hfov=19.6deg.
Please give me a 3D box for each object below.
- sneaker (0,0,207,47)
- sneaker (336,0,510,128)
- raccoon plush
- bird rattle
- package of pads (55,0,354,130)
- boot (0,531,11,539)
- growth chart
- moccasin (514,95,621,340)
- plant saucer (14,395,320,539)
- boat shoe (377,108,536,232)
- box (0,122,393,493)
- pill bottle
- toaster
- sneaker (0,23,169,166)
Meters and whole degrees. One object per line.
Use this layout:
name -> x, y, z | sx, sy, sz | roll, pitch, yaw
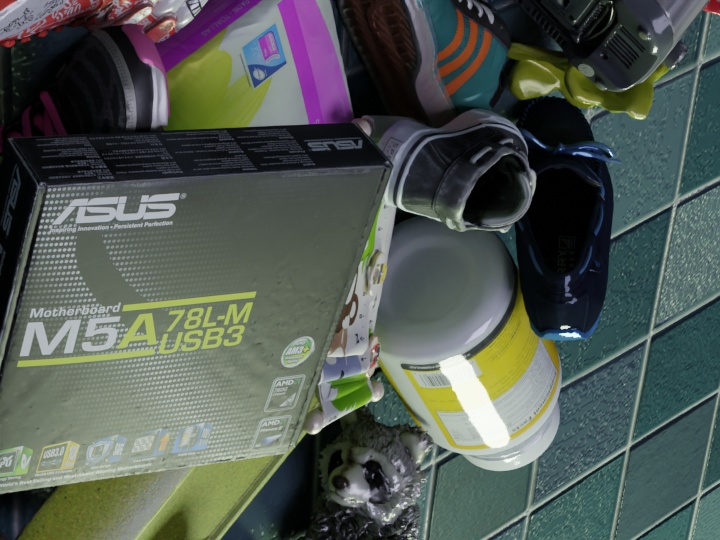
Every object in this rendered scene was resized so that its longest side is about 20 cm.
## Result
sneaker -> -0.144, -0.136, 1.031 | 0.201, 0.067, 0.108 | -45, 142, -20
sneaker -> 0.044, -0.148, 1.252 | 0.080, 0.071, 0.200 | -47, 153, -14
raccoon plush -> 0.010, 0.161, 1.480 | 0.200, 0.096, 0.135 | 2, 105, -83
bird rattle -> 0.176, -0.196, 1.348 | 0.200, 0.112, 0.163 | -48, 129, -15
package of pads -> -0.078, -0.069, 1.165 | 0.154, 0.068, 0.201 | -40, 143, -22
boot -> -0.219, 0.190, 1.134 | 0.073, 0.150, 0.200 | -57, 146, 2
growth chart -> 0.000, 0.000, 1.234 | 0.145, 0.018, 0.201 | -31, 134, -67
moccasin -> 0.135, -0.047, 1.348 | 0.080, 0.201, 0.068 | -6, 138, 1
plant saucer -> -0.091, 0.105, 1.239 | 0.200, 0.048, 0.200 | -51, 162, 9
boat shoe -> 0.068, -0.049, 1.238 | 0.072, 0.071, 0.200 | -65, 162, 16
box -> -0.099, 0.019, 1.049 | 0.199, 0.048, 0.194 | -4, 131, -34
pill bottle -> 0.073, 0.056, 1.412 | 0.112, 0.112, 0.200 | -47, 145, -12
toaster -> 0.140, -0.215, 1.235 | 0.129, 0.200, 0.114 | -45, 176, -21
sneaker -> -0.169, -0.045, 1.038 | 0.087, 0.074, 0.200 | 0, 143, -44
